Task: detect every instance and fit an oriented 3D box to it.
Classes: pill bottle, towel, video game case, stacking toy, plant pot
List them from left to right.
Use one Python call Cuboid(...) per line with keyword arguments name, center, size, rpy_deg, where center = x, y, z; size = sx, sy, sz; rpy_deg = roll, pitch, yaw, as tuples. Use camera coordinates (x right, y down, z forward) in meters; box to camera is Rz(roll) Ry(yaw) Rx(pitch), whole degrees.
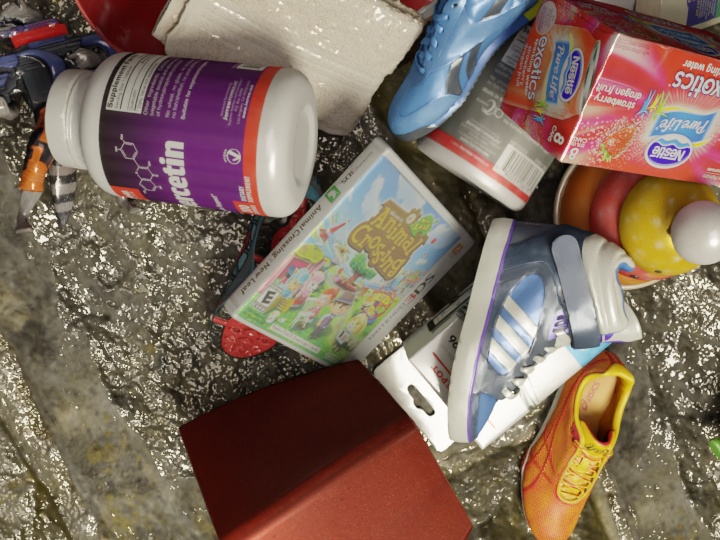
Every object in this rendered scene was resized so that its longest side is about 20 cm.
Cuboid(name="pill bottle", center=(-0.138, -0.108, 0.688), size=(0.196, 0.112, 0.115), rpy_deg=(7, 100, 10))
Cuboid(name="towel", center=(-0.057, -0.193, 0.713), size=(0.197, 0.035, 0.133), rpy_deg=(18, 131, -28))
Cuboid(name="plant pot", center=(-0.021, 0.200, 0.771), size=(0.175, 0.200, 0.201), rpy_deg=(-34, 116, -8))
Cuboid(name="video game case", center=(0.000, 0.000, 0.764), size=(0.182, 0.200, 0.022), rpy_deg=(-46, 56, 5))
Cuboid(name="pill bottle", center=(0.145, -0.165, 0.766), size=(0.113, 0.114, 0.202), rpy_deg=(31, 97, -7))
Cuboid(name="stacking toy", center=(0.255, -0.041, 0.748), size=(0.143, 0.200, 0.149), rpy_deg=(0, 100, -2))

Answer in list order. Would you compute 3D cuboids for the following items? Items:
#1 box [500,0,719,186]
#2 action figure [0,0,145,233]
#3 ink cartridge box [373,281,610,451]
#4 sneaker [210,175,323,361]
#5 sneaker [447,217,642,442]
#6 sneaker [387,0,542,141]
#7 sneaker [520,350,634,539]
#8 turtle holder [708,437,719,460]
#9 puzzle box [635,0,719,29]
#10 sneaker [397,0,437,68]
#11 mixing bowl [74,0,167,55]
Cuboid(name="box", center=(0.223, -0.137, 0.683), size=(0.197, 0.096, 0.101), rpy_deg=(4, 123, -29))
Cuboid(name="action figure", center=(-0.289, -0.133, 0.759), size=(0.197, 0.104, 0.197), rpy_deg=(-13, 96, -26))
Cuboid(name="ink cartridge box", center=(0.120, 0.081, 0.830), size=(0.199, 0.068, 0.116), rpy_deg=(-41, 98, 5))
Cuboid(name="sneaker", center=(-0.076, -0.004, 0.803), size=(0.078, 0.096, 0.201), rpy_deg=(22, 124, -15))
Cuboid(name="sneaker", center=(0.160, 0.063, 0.741), size=(0.144, 0.081, 0.204), rpy_deg=(14, 91, 13))
Cuboid(name="sneaker", center=(0.076, -0.196, 0.711), size=(0.078, 0.066, 0.200), rpy_deg=(24, 120, -36))
Cuboid(name="sneaker", center=(0.204, 0.175, 0.847), size=(0.072, 0.077, 0.204), rpy_deg=(12, 101, -6))
Cuboid(name="turtle holder", center=(0.438, 0.183, 0.829), size=(0.131, 0.141, 0.186), rpy_deg=(-41, 90, -12))
Cuboid(name="puzzle box", center=(0.277, -0.299, 0.728), size=(0.132, 0.025, 0.203), rpy_deg=(-25, 124, -40))
Cuboid(name="sneaker", center=(0.060, -0.272, 0.767), size=(0.199, 0.071, 0.113), rpy_deg=(-37, 81, 20))
Cuboid(name="mixing bowl", center=(-0.136, -0.273, 0.716), size=(0.196, 0.110, 0.202), rpy_deg=(-7, 139, -6))
